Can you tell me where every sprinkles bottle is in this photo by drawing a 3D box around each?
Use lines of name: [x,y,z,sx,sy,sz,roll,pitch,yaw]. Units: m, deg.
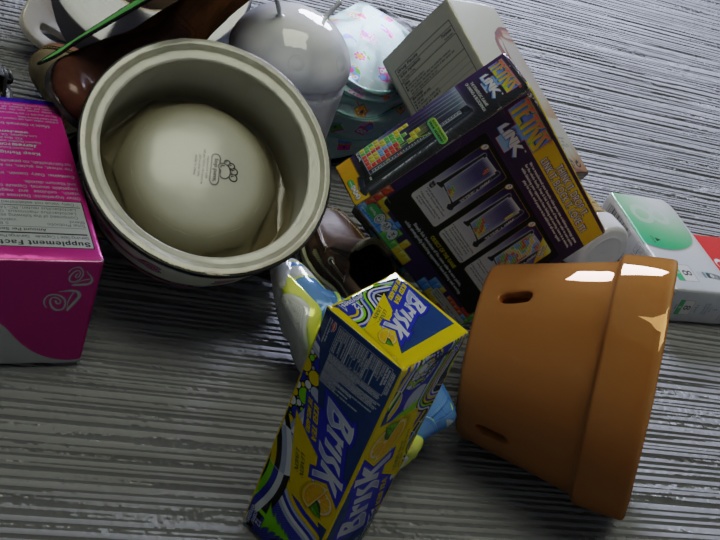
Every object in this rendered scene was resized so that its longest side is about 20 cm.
sprinkles bottle: [0.201,-0.081,1.180,0.068,0.069,0.200,-4,43,-34]

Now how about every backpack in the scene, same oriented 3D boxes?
backpack: [-0.007,-0.202,1.172,0.166,0.127,0.200,38,40,15]

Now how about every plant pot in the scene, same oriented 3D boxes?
plant pot: [0.157,0.076,0.859,0.139,0.202,0.200,13,33,14]

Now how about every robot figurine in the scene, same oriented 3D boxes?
robot figurine: [-0.078,-0.158,1.006,0.113,0.201,0.169,42,38,23]

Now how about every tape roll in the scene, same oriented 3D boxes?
tape roll: [-0.205,-0.285,1.090,0.198,0.066,0.202,4,72,-12]

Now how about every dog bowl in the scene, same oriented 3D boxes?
dog bowl: [-0.127,-0.077,0.867,0.198,0.074,0.202,9,66,-20]

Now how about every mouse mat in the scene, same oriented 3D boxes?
mouse mat: [-0.168,-0.236,0.930,0.008,0.199,0.161,58,35,-18]

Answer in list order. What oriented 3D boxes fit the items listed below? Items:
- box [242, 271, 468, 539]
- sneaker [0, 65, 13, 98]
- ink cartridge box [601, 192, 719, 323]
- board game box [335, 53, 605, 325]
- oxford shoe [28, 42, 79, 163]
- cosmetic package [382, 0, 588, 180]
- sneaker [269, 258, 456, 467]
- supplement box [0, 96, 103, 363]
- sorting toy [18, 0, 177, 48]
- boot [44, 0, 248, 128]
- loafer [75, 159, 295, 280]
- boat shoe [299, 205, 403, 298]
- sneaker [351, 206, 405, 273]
box: [-0.008,0.103,0.703,0.064,0.201,0.070,40,39,22]
sneaker: [-0.326,-0.159,0.909,0.097,0.200,0.071,20,74,-26]
ink cartridge box: [0.375,-0.010,1.205,0.198,0.050,0.162,3,40,-23]
board game box: [0.098,-0.059,0.931,0.200,0.165,0.057,50,8,-46]
oxford shoe: [-0.250,-0.139,0.999,0.200,0.071,0.075,41,41,24]
cosmetic package: [0.119,-0.149,1.068,0.087,0.103,0.201,-7,66,-48]
sneaker: [0.006,0.061,0.858,0.104,0.076,0.201,-22,61,-14]
supplement box: [-0.267,-0.034,0.824,0.102,0.102,0.201,2,41,-28]
sorting toy: [-0.251,-0.261,1.143,0.199,0.107,0.180,38,49,2]
boot: [-0.148,-0.199,0.911,0.069,0.199,0.188,59,26,-4]
loafer: [-0.152,-0.027,0.923,0.198,0.073,0.073,21,63,-10]
boat shoe: [0.006,0.000,0.956,0.074,0.075,0.203,0,41,-30]
sneaker: [0.068,-0.053,1.086,0.199,0.073,0.082,-25,84,-50]
